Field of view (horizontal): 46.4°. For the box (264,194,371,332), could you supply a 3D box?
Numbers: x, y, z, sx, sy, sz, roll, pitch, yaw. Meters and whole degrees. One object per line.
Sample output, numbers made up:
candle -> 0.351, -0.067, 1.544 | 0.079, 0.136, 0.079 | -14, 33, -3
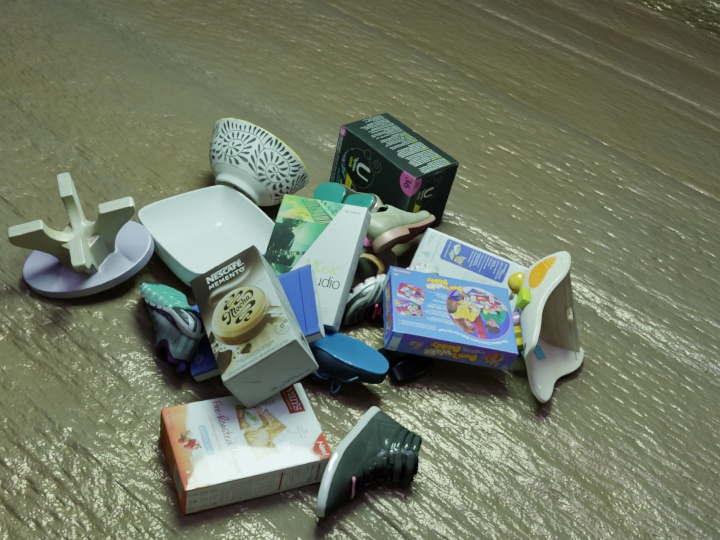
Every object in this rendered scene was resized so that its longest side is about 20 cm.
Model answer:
box -> -0.078, -0.015, 1.305 | 0.144, 0.036, 0.200 | 10, 71, 17

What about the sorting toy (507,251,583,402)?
sorting toy -> 0.282, 0.104, 1.308 | 0.107, 0.200, 0.180 | -4, 34, 19

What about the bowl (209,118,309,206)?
bowl -> -0.203, -0.174, 1.518 | 0.201, 0.201, 0.094 | 25, 69, 14

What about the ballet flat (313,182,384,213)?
ballet flat -> -0.017, -0.114, 1.553 | 0.067, 0.068, 0.200 | 37, -6, -36

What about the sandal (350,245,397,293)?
sandal -> 0.000, 0.000, 1.389 | 0.054, 0.080, 0.200 | 1, 2, 41

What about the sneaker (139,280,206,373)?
sneaker -> -0.295, 0.079, 1.253 | 0.074, 0.088, 0.200 | 19, 7, -34

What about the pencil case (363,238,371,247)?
pencil case -> -0.056, -0.023, 1.425 | 0.094, 0.091, 0.200 | 39, 43, 21

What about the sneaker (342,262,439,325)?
sneaker -> 0.059, 0.054, 1.373 | 0.200, 0.074, 0.087 | -19, 60, -24

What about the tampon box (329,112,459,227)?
tampon box -> 0.059, -0.180, 1.594 | 0.126, 0.150, 0.200 | -24, 52, -38

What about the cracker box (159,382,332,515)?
cracker box -> -0.153, 0.231, 1.113 | 0.200, 0.058, 0.134 | -7, 44, -25

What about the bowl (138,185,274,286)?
bowl -> -0.250, -0.048, 1.408 | 0.200, 0.075, 0.200 | -23, 51, -36

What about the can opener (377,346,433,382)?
can opener -> 0.110, 0.108, 1.340 | 0.200, 0.079, 0.063 | -26, 8, -33

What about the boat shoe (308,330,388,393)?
boat shoe -> -0.054, 0.131, 1.259 | 0.200, 0.069, 0.084 | 20, 26, 16

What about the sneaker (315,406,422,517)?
sneaker -> 0.019, 0.263, 1.112 | 0.099, 0.071, 0.200 | 21, 35, 17

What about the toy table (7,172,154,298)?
toy table -> -0.426, -0.045, 1.276 | 0.200, 0.117, 0.184 | -27, 58, -15

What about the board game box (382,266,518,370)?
board game box -> 0.136, 0.073, 1.301 | 0.200, 0.045, 0.135 | 11, 45, -11

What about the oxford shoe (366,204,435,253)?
oxford shoe -> 0.068, -0.088, 1.456 | 0.074, 0.071, 0.200 | 55, 28, 8

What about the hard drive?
hard drive -> -0.156, 0.076, 1.237 | 0.200, 0.025, 0.132 | -20, 47, 9

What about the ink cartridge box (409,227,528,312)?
ink cartridge box -> 0.188, 0.008, 1.452 | 0.200, 0.039, 0.100 | 24, 83, 13

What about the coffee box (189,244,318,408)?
coffee box -> -0.151, 0.074, 1.163 | 0.113, 0.080, 0.200 | -31, 47, 1
